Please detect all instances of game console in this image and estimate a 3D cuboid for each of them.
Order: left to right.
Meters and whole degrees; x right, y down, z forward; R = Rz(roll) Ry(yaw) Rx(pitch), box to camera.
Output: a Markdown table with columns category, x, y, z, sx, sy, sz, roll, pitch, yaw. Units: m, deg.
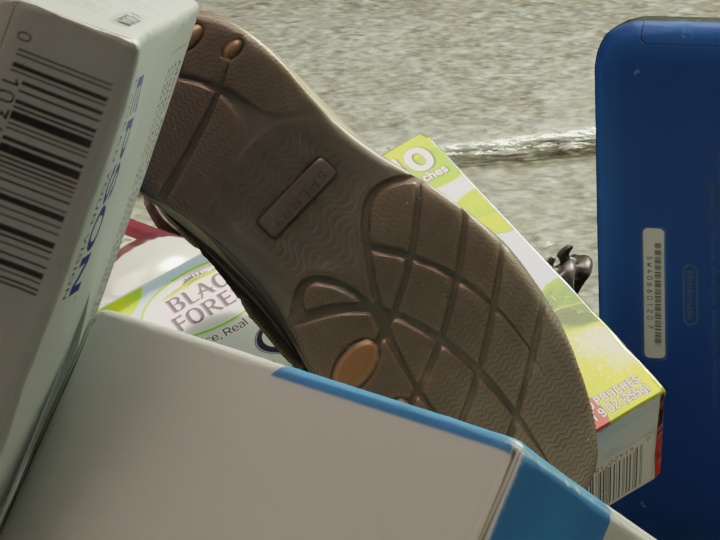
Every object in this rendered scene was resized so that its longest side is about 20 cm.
| category | x | y | z | sx | sy | sz | roll | pitch | yaw |
| --- | --- | --- | --- | --- | --- | --- | --- | --- | --- |
| game console | 0.185 | -0.003 | 1.021 | 0.170 | 0.201 | 0.118 | 3 | 16 | 20 |

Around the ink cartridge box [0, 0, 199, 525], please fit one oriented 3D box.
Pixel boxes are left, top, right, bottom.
| category | x | y | z | sx | sy | sz | roll | pitch | yaw |
| --- | --- | --- | --- | --- | --- | --- | --- | --- | --- |
| ink cartridge box | -0.096 | 0.015 | 0.753 | 0.040 | 0.201 | 0.200 | 20 | 10 | -1 |

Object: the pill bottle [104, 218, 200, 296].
| category | x | y | z | sx | sy | sz | roll | pitch | yaw |
| --- | --- | --- | --- | --- | --- | --- | --- | --- | --- |
| pill bottle | -0.111 | 0.030 | 1.093 | 0.199 | 0.110 | 0.109 | 20 | 26 | 33 |

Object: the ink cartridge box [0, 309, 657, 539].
| category | x | y | z | sx | sy | sz | roll | pitch | yaw |
| --- | --- | --- | --- | --- | --- | --- | --- | --- | --- |
| ink cartridge box | 0.020 | 0.098 | 0.727 | 0.145 | 0.084 | 0.200 | 15 | -14 | 38 |

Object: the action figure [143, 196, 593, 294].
| category | x | y | z | sx | sy | sz | roll | pitch | yaw |
| --- | --- | --- | --- | --- | --- | --- | --- | --- | --- |
| action figure | -0.002 | 0.016 | 1.154 | 0.199 | 0.103 | 0.119 | 12 | 12 | -8 |

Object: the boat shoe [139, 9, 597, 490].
| category | x | y | z | sx | sy | sz | roll | pitch | yaw |
| --- | --- | --- | --- | --- | --- | --- | --- | --- | --- |
| boat shoe | 0.000 | 0.000 | 0.852 | 0.074 | 0.200 | 0.073 | -41 | -8 | -3 |

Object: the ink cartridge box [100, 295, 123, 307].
| category | x | y | z | sx | sy | sz | roll | pitch | yaw |
| --- | --- | --- | --- | --- | --- | --- | --- | --- | --- |
| ink cartridge box | -0.040 | 0.094 | 0.929 | 0.196 | 0.047 | 0.201 | -1 | 53 | 3 |

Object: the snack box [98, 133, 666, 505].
| category | x | y | z | sx | sy | sz | roll | pitch | yaw |
| --- | --- | --- | --- | --- | --- | --- | --- | --- | --- |
| snack box | -0.020 | 0.055 | 0.897 | 0.199 | 0.053 | 0.142 | -29 | 54 | -19 |
